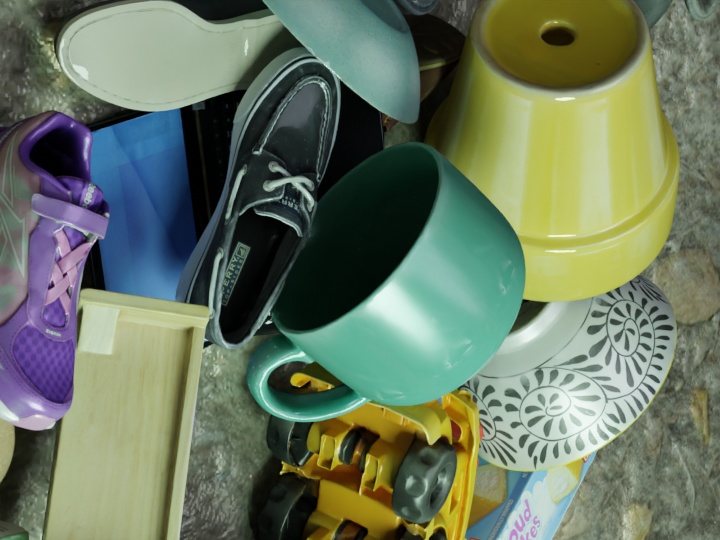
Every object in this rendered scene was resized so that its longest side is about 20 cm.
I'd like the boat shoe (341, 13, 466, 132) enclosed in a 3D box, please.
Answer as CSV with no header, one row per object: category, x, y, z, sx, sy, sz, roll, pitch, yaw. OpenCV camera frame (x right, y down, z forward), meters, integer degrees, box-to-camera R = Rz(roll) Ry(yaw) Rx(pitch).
boat shoe,0.011,-0.142,1.222,0.200,0.072,0.068,-34,154,-50

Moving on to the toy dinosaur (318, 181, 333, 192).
toy dinosaur,0.000,0.000,1.213,0.180,0.105,0.202,21,90,-30

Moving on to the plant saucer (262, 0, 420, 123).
plant saucer,-0.019,-0.185,1.087,0.039,0.202,0.200,-43,140,16

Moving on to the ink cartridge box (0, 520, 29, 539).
ink cartridge box,-0.270,0.261,0.964,0.160,0.050,0.203,-8,100,-48

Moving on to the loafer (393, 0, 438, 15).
loafer,-0.007,-0.269,1.154,0.072,0.063,0.201,-48,121,-35

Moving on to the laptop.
laptop,-0.077,-0.027,1.097,0.103,0.198,0.179,-95,179,-74

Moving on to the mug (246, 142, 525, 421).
mug,0.022,0.017,1.078,0.114,0.184,0.153,39,41,-27

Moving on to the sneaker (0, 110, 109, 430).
sneaker,-0.182,-0.010,0.930,0.080,0.088,0.202,32,41,-50

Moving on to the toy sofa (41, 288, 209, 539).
toy sofa,-0.146,0.119,0.998,0.082,0.098,0.202,8,71,-10

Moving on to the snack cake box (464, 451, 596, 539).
snack cake box,0.105,0.179,1.338,0.201,0.114,0.067,-58,134,-26

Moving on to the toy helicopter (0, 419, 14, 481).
toy helicopter,-0.250,0.040,0.933,0.132,0.078,0.202,-34,115,-40

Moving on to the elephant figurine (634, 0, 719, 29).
elephant figurine,0.264,-0.281,1.436,0.199,0.155,0.142,-20,72,-50

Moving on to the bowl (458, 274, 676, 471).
bowl,0.141,0.049,1.301,0.094,0.200,0.202,50,59,-33

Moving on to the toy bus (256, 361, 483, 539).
toy bus,0.031,0.141,1.213,0.192,0.135,0.202,-35,139,-48

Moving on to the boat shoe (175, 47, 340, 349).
boat shoe,-0.058,-0.045,1.058,0.071,0.068,0.202,25,89,-29

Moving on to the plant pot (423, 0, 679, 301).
plant pot,0.144,-0.112,1.228,0.201,0.199,0.190,-51,155,-31

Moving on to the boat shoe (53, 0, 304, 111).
boat shoe,-0.119,-0.151,1.069,0.199,0.063,0.073,-9,122,-39
